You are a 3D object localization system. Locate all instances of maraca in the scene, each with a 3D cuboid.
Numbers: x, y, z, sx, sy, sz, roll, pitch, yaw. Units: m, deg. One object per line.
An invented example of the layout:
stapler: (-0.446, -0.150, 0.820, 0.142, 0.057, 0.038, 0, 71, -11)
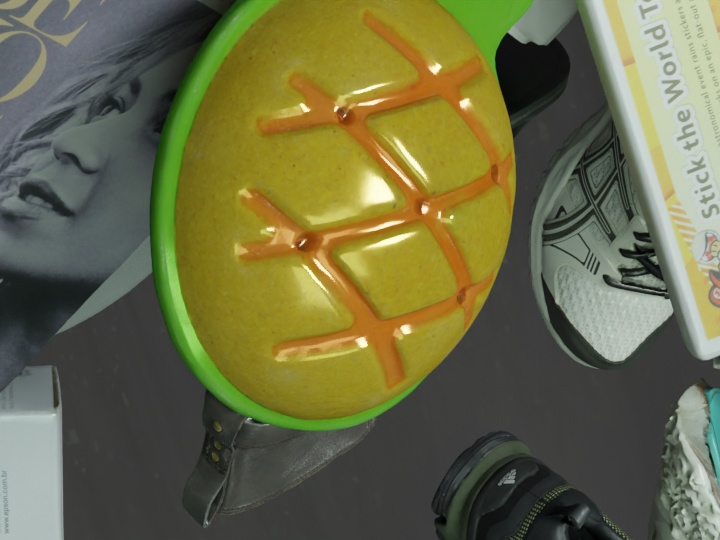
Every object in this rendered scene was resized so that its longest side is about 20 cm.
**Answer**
maraca: (-0.002, -0.046, 0.697, 0.136, 0.107, 0.202, 17, 86, -38)

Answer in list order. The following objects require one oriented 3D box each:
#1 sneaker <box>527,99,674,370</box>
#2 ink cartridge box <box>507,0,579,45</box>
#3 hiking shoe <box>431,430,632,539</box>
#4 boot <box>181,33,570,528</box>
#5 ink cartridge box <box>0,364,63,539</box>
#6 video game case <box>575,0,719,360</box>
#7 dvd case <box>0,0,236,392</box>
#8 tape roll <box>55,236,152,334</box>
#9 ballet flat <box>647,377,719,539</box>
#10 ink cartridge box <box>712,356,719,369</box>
sneaker: (0.124, -0.034, 0.849, 0.075, 0.088, 0.201, 5, 121, -17)
ink cartridge box: (0.072, -0.203, 0.735, 0.146, 0.083, 0.200, 35, 108, -28)
hiking shoe: (0.104, 0.167, 0.950, 0.076, 0.100, 0.201, -42, 123, -14)
boot: (0.000, 0.000, 0.851, 0.199, 0.069, 0.175, -35, 149, -24)
ink cartridge box: (-0.226, 0.135, 0.902, 0.198, 0.041, 0.201, -2, 121, -11)
video game case: (0.171, -0.091, 0.735, 0.181, 0.023, 0.201, -21, 108, -1)
dvd case: (-0.119, -0.045, 0.720, 0.200, 0.016, 0.148, -45, 138, 18)
tape roll: (-0.147, -0.058, 0.753, 0.199, 0.066, 0.201, -17, 140, -15)
ballet flat: (0.171, 0.136, 0.979, 0.071, 0.072, 0.201, -29, 122, 6)
ink cartridge box: (0.267, 0.010, 0.881, 0.199, 0.084, 0.145, 23, 141, -24)
